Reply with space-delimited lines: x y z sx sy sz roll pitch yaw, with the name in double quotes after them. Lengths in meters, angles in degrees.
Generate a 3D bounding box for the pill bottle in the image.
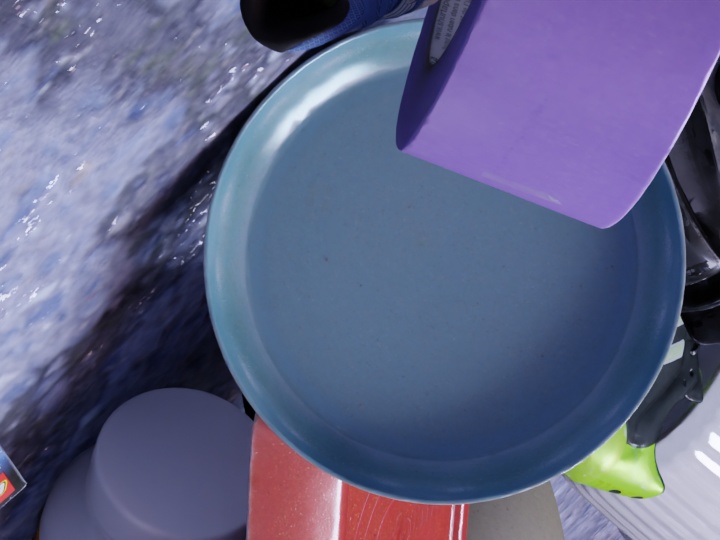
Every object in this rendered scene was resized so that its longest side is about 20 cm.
-0.100 0.145 1.384 0.111 0.111 0.200 -31 156 -34 "pill bottle"

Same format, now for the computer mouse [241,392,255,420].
0.000 0.000 1.392 0.200 0.053 0.138 -58 159 2 "computer mouse"

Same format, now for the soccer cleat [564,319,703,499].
0.155 0.029 1.620 0.067 0.081 0.201 -18 -131 58 "soccer cleat"

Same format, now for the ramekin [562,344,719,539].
0.194 0.066 1.715 0.105 0.200 0.200 34 105 -31 "ramekin"

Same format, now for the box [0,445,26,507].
-0.230 0.117 1.165 0.200 0.040 0.137 -41 160 -10 "box"

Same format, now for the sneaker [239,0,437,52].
0.001 -0.140 1.037 0.089 0.079 0.200 -36 160 -29 "sneaker"

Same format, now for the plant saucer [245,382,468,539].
0.005 0.120 1.339 0.200 0.037 0.201 -39 136 -58 "plant saucer"

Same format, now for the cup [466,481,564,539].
0.029 0.142 1.573 0.201 0.200 0.144 112 0 -50 "cup"

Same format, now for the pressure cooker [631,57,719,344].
0.152 -0.077 1.328 0.179 0.176 0.200 -61 163 19 "pressure cooker"

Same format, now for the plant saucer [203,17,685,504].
0.035 -0.004 1.230 0.200 0.200 0.027 -43 178 -3 "plant saucer"

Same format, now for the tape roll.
0.087 -0.123 1.091 0.200 0.085 0.201 -160 -90 -84 "tape roll"
